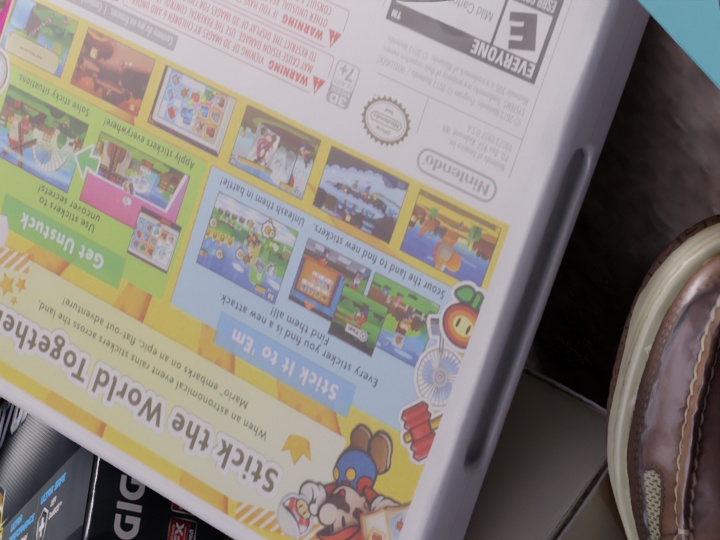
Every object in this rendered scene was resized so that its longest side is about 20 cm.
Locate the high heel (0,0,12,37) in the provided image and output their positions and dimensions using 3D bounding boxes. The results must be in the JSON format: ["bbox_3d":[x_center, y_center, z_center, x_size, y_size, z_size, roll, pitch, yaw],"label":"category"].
[{"bbox_3d":[-0.144,-0.036,0.944,0.096,0.067,0.200,16,130,-8],"label":"high heel"}]

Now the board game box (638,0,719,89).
[{"bbox_3d":[0.059,-0.134,0.549,0.200,0.047,0.151,47,152,2],"label":"board game box"}]

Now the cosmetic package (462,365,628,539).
[{"bbox_3d":[0.050,0.102,0.858,0.105,0.071,0.200,27,161,34],"label":"cosmetic package"}]

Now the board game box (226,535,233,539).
[{"bbox_3d":[-0.080,0.171,1.020,0.200,0.056,0.166,-100,26,-53],"label":"board game box"}]

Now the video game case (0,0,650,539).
[{"bbox_3d":[-0.029,-0.027,0.786,0.200,0.023,0.183,27,103,35],"label":"video game case"}]

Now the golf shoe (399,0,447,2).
[{"bbox_3d":[-0.037,-0.136,0.660,0.200,0.078,0.097,49,159,0],"label":"golf shoe"}]

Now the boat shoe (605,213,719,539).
[{"bbox_3d":[0.111,0.084,0.752,0.075,0.074,0.203,-129,29,-54],"label":"boat shoe"}]

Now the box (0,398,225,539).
[{"bbox_3d":[-0.082,0.043,0.940,0.046,0.160,0.200,14,158,-15],"label":"box"}]
